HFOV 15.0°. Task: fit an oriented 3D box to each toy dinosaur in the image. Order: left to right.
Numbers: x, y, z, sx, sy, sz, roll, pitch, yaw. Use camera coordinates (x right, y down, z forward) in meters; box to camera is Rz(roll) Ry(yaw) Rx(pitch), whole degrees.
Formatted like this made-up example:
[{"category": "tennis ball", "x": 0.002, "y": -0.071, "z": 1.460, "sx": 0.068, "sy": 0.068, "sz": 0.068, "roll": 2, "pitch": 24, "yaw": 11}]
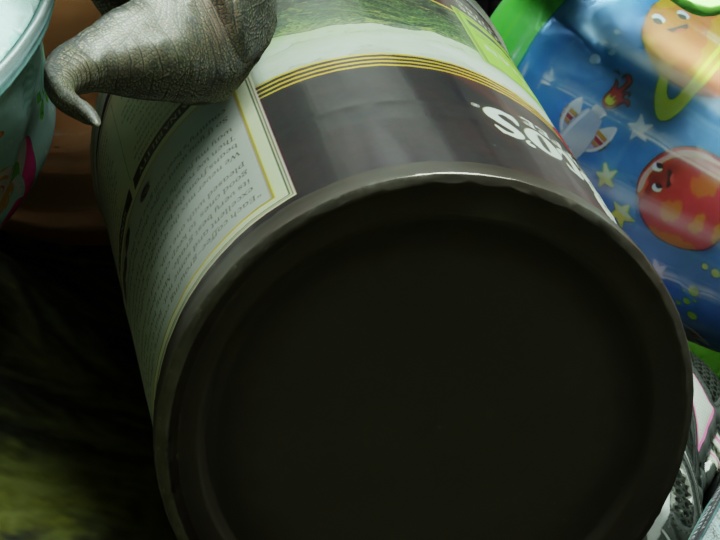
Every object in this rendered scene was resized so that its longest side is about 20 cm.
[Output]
[{"category": "toy dinosaur", "x": -0.051, "y": -0.093, "z": 0.763, "sx": 0.102, "sy": 0.077, "sz": 0.200, "roll": 52, "pitch": 11, "yaw": -33}]

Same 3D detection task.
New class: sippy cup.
[{"category": "sippy cup", "x": 0.116, "y": -0.035, "z": 0.962, "sx": 0.130, "sy": 0.140, "sz": 0.178, "roll": 32, "pitch": 3, "yaw": 30}]

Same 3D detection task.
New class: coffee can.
[{"category": "coffee can", "x": 0.000, "y": 0.000, "z": 0.807, "sx": 0.146, "sy": 0.147, "sz": 0.200, "roll": 14, "pitch": 21, "yaw": -18}]

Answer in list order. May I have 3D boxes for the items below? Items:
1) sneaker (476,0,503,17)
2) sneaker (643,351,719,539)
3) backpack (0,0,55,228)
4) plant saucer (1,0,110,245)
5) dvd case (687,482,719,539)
[{"category": "sneaker", "x": -0.008, "y": -0.084, "z": 1.009, "sx": 0.071, "sy": 0.200, "sz": 0.113, "roll": -8, "pitch": 60, "yaw": -31}, {"category": "sneaker", "x": 0.091, "y": 0.055, "z": 0.866, "sx": 0.086, "sy": 0.080, "sz": 0.200, "roll": 27, "pitch": 24, "yaw": -16}, {"category": "backpack", "x": -0.188, "y": -0.078, "z": 0.802, "sx": 0.200, "sy": 0.151, "sz": 0.178, "roll": 32, "pitch": 53, "yaw": 11}, {"category": "plant saucer", "x": -0.087, "y": -0.108, "z": 0.935, "sx": 0.200, "sy": 0.201, "sz": 0.032, "roll": 28, "pitch": -9, "yaw": 18}, {"category": "dvd case", "x": 0.164, "y": 0.099, "z": 0.786, "sx": 0.146, "sy": 0.022, "sz": 0.200, "roll": 39, "pitch": 37, "yaw": 3}]
